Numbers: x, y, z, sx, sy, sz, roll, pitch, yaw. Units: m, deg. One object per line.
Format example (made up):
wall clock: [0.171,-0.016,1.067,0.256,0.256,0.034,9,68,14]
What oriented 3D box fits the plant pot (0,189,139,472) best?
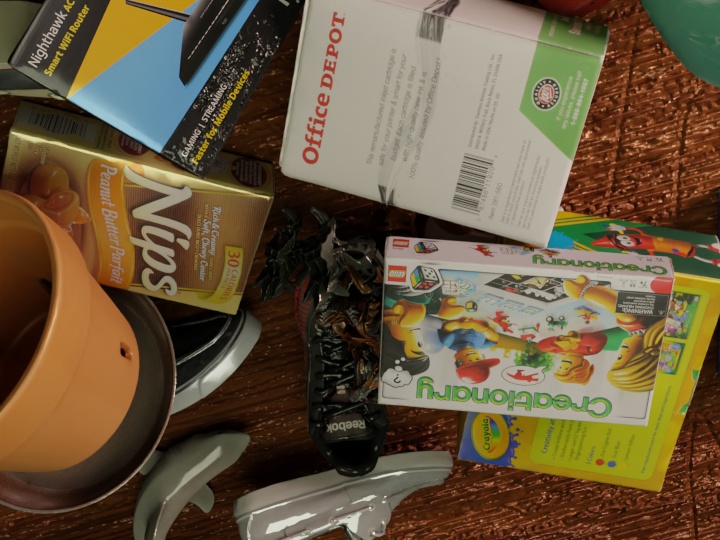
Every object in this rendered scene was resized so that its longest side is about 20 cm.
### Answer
plant pot: [-0.254,0.061,0.890,0.200,0.201,0.140,-29,145,13]

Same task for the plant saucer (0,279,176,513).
plant saucer: [-0.238,0.092,0.986,0.199,0.201,0.032,-16,164,5]

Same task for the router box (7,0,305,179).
router box: [-0.122,-0.185,0.833,0.149,0.051,0.200,30,89,-20]

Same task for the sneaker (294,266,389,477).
sneaker: [-0.013,0.087,1.026,0.071,0.098,0.201,-7,119,1]

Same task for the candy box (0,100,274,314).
candy box: [-0.176,-0.046,0.955,0.199,0.055,0.116,14,122,-12]

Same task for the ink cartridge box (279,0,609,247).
ink cartridge box: [0.057,-0.119,0.867,0.199,0.084,0.147,17,119,6]

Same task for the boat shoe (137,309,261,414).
boat shoe: [-0.176,0.078,1.027,0.200,0.072,0.068,-29,120,20]

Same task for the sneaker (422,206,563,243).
sneaker: [0.152,-0.023,0.981,0.199,0.073,0.085,7,131,-8]

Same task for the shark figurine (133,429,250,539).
shark figurine: [-0.176,0.238,1.113,0.128,0.090,0.215,7,119,-7]

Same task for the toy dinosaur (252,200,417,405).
toy dinosaur: [0.000,0.000,0.960,0.135,0.201,0.102,7,156,-33]

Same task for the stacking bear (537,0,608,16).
stacking bear: [0.112,-0.249,0.826,0.121,0.114,0.200,-45,127,5]

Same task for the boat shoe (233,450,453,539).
boat shoe: [-0.010,0.209,1.094,0.199,0.069,0.072,-12,165,-11]

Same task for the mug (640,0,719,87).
mug: [0.254,-0.225,0.821,0.152,0.186,0.114,-21,149,26]

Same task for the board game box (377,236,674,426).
board game box: [0.113,0.044,0.885,0.199,0.035,0.127,4,121,4]

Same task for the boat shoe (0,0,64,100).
boat shoe: [-0.198,-0.153,0.885,0.199,0.071,0.063,-2,161,-14]

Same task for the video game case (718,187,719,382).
video game case: [0.397,0.011,1.045,0.181,0.046,0.201,-10,121,0]

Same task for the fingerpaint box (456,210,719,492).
fingerpaint box: [0.171,0.060,0.952,0.166,0.073,0.201,8,121,1]
